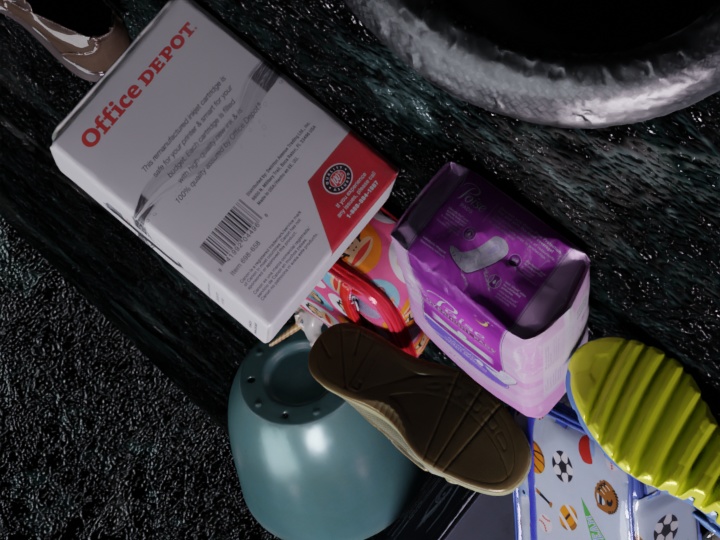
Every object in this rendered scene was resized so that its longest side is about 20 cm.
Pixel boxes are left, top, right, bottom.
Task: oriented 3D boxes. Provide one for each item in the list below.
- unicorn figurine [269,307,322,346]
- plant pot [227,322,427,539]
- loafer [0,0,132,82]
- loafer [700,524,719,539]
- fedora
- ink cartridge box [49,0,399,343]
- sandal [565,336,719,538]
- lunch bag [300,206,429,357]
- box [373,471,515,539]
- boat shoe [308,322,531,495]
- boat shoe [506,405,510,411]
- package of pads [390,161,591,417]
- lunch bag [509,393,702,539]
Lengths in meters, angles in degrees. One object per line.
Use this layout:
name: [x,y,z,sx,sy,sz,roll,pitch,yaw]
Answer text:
unicorn figurine: [-0.017,0.043,1.868,0.137,0.074,0.201,46,158,25]
plant pot: [-0.042,0.147,2.040,0.200,0.200,0.161,33,156,33]
loafer: [-0.253,-0.230,1.578,0.199,0.073,0.071,35,159,0]
loafer: [0.202,0.191,1.571,0.063,0.072,0.199,39,154,-25]
fedora: [0.067,-0.146,0.621,0.200,0.201,0.092,38,-158,12]
ink cartridge box: [-0.095,-0.071,1.433,0.200,0.145,0.084,40,170,3]
sandal: [0.212,0.120,1.338,0.200,0.080,0.087,42,173,1]
lunch bag: [0.000,0.000,1.591,0.176,0.082,0.200,33,169,17]
box: [0.115,0.250,2.008,0.104,0.148,0.200,42,170,-9]
boat shoe: [0.049,0.108,1.536,0.200,0.073,0.063,27,168,29]
boat shoe: [0.186,0.181,1.707,0.072,0.068,0.200,-3,-129,-52]
package of pads: [0.089,0.018,1.340,0.120,0.076,0.200,37,169,15]
lunch bag: [0.172,0.186,1.505,0.160,0.075,0.202,24,124,49]
